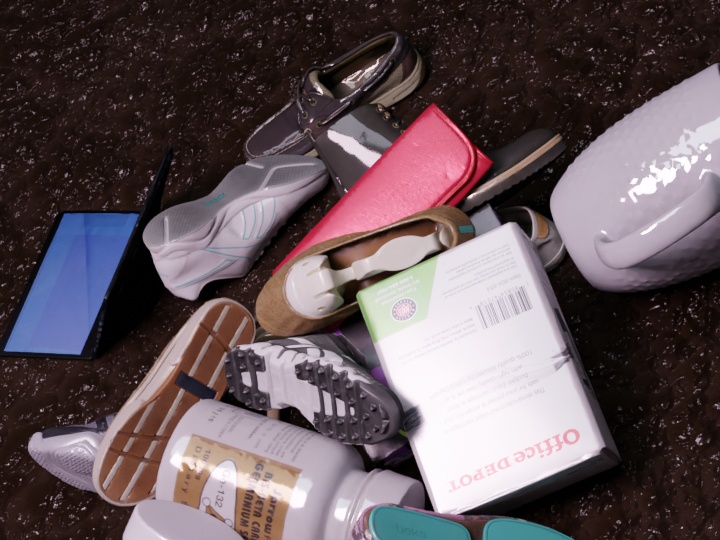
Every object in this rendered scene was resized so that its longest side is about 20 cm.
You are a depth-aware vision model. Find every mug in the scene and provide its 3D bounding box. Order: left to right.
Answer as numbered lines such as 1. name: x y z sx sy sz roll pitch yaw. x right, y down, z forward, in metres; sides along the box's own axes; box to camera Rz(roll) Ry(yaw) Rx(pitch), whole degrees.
1. mug: 0.246 -0.055 1.642 0.175 0.148 0.200 -29 10 18

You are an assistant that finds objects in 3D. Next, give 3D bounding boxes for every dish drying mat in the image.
1. dish drying mat: 0.018 -0.044 1.718 0.200 0.018 0.077 -46 75 5

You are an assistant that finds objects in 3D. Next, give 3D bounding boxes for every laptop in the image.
1. laptop: -0.264 -0.017 1.946 0.103 0.200 0.178 20 60 -2

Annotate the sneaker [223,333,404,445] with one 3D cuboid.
1. sneaker: -0.020 0.087 1.648 0.090 0.067 0.199 -19 21 -36

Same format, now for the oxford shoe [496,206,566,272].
1. oxford shoe: 0.082 -0.003 1.776 0.199 0.058 0.076 -23 48 13

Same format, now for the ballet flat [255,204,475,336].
1. ballet flat: 0.000 0.000 1.671 0.199 0.072 0.068 -20 88 8

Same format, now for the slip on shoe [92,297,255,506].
1. slip on shoe: -0.162 0.112 1.732 0.201 0.076 0.061 -61 17 -13

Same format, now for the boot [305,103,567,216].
1. boot: 0.064 -0.106 1.754 0.199 0.077 0.139 -29 82 -5

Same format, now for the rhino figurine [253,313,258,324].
1. rhino figurine: -0.020 -0.009 1.825 0.200 0.087 0.060 -39 84 -2

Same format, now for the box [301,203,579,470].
1. box: 0.064 0.056 1.712 0.199 0.036 0.144 -34 66 5

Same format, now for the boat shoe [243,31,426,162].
1. boat shoe: -0.034 -0.167 1.966 0.199 0.065 0.073 -34 47 2

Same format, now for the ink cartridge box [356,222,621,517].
1. ink cartridge box: 0.102 0.086 1.626 0.145 0.084 0.201 -24 71 11

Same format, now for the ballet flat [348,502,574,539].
1. ballet flat: 0.083 0.224 1.561 0.198 0.071 0.070 11 51 -14

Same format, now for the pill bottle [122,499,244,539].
1. pill bottle: -0.166 0.289 1.585 0.113 0.113 0.201 33 105 42

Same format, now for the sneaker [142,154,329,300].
1. sneaker: -0.112 -0.045 1.914 0.199 0.081 0.070 -30 35 -23

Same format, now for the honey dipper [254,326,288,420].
1. honey dipper: -0.077 0.139 1.768 0.038 0.038 0.201 -14 53 19

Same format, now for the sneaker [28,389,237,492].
1. sneaker: -0.193 0.136 1.809 0.198 0.076 0.114 1 55 23

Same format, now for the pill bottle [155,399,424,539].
1. pill bottle: -0.055 0.184 1.645 0.199 0.115 0.115 16 62 19
